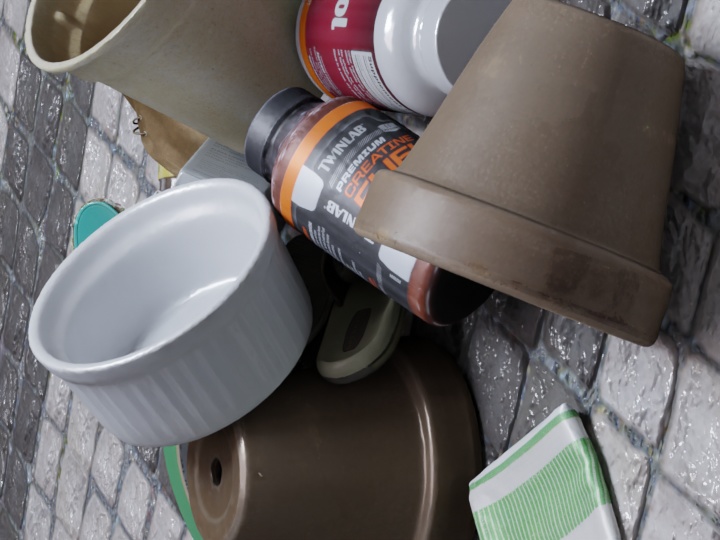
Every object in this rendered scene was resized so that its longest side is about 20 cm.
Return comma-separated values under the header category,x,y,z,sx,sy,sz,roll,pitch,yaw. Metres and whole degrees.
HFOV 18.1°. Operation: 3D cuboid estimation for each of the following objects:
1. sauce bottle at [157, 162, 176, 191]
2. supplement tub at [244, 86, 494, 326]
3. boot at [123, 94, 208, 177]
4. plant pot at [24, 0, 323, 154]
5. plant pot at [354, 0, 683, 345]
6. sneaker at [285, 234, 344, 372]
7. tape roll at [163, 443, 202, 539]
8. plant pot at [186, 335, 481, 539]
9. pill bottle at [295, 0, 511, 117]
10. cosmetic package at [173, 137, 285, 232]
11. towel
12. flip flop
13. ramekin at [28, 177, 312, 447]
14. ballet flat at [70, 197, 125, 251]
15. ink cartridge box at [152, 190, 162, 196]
category,x,y,z,sx,sy,sz,roll,pitch,yaw
sauce bottle,-0.154,-0.161,2.043,0.065,0.064,0.202,-9,82,63
supplement tub,0.010,-0.053,1.595,0.200,0.107,0.108,34,123,28
boot,-0.185,-0.144,1.985,0.200,0.074,0.076,38,103,13
plant pot,-0.120,-0.190,1.709,0.200,0.183,0.201,-33,39,32
plant pot,0.116,-0.068,1.386,0.200,0.199,0.176,25,94,61
sneaker,-0.062,0.062,1.773,0.074,0.200,0.107,19,123,15
tape roll,-0.096,0.174,1.869,0.200,0.048,0.202,38,138,44
plant pot,-0.031,0.148,1.672,0.200,0.173,0.202,-3,87,64
pill bottle,0.042,-0.167,1.605,0.200,0.112,0.114,14,102,62
cosmetic package,-0.098,-0.060,1.809,0.200,0.074,0.102,-63,-7,-66
towel,0.131,0.207,1.512,0.153,0.023,0.201,-47,48,51
flip flop,0.000,0.000,1.663,0.081,0.058,0.201,-23,32,32
ramekin,-0.131,0.034,1.635,0.098,0.200,0.200,58,170,-32
ballet flat,-0.168,0.036,1.795,0.075,0.064,0.201,-30,79,12
ink cartridge box,-0.161,0.032,1.940,0.200,0.146,0.083,-39,22,59
